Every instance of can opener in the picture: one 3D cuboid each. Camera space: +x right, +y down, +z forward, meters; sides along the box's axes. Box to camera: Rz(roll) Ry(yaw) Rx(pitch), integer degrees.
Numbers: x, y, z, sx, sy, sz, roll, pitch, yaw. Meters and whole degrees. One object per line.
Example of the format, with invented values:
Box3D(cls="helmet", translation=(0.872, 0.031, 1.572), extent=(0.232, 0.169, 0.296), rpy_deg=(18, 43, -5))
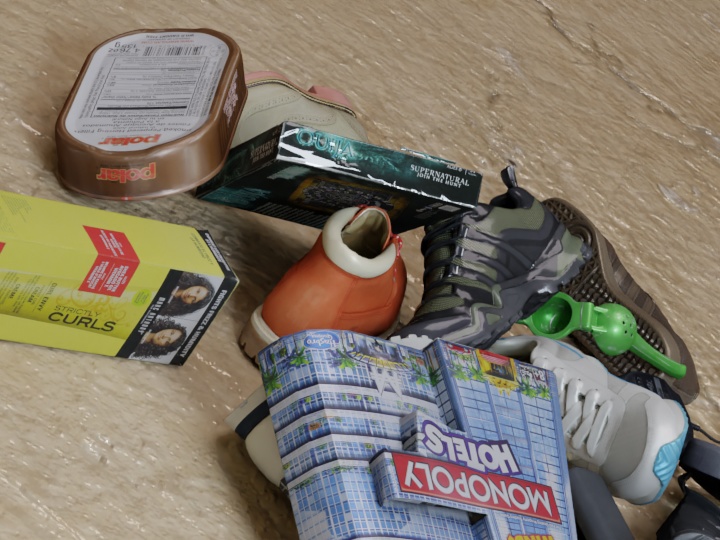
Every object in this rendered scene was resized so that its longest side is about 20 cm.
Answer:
Box3D(cls="can opener", translation=(0.149, 0.192, 1.563), extent=(0.066, 0.053, 0.200), rpy_deg=(24, 25, -25))

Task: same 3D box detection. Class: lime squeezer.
Box3D(cls="lime squeezer", translation=(0.146, 0.037, 1.787), extent=(0.200, 0.038, 0.071), rpy_deg=(13, -6, -14))

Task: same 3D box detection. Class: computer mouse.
Box3D(cls="computer mouse", translation=(0.236, 0.120, 1.853), extent=(0.200, 0.034, 0.059), rpy_deg=(23, 43, -41))

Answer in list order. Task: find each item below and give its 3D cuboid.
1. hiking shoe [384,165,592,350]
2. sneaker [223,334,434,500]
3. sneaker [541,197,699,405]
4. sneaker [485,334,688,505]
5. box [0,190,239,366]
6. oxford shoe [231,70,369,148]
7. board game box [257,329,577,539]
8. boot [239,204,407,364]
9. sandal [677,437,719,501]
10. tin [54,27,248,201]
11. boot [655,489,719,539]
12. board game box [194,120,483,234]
Box3D(cls="hiking shoe", translation=(0.064, 0.005, 1.708), extent=(0.101, 0.076, 0.200), rpy_deg=(50, 45, 6))
Box3D(cls="sneaker", translation=(0.000, 0.094, 1.548), extent=(0.081, 0.076, 0.200), rpy_deg=(52, 34, 16))
Box3D(cls="sneaker", translation=(0.185, 0.031, 1.930), extent=(0.076, 0.070, 0.200), rpy_deg=(36, 18, -50))
Box3D(cls="sneaker", translation=(0.144, 0.097, 1.687), extent=(0.081, 0.077, 0.200), rpy_deg=(19, 5, -26))
Box3D(cls="box", translation=(-0.170, 0.003, 1.478), extent=(0.200, 0.075, 0.050), rpy_deg=(13, 32, -43))
Box3D(cls="oxford shoe", translation=(-0.054, -0.092, 1.824), extent=(0.200, 0.071, 0.074), rpy_deg=(-4, 51, -52))
Box3D(cls="board game box", translation=(0.051, 0.136, 1.455), extent=(0.200, 0.062, 0.200), rpy_deg=(16, 46, -42))
Box3D(cls="boot", translation=(0.000, 0.000, 1.671), extent=(0.075, 0.107, 0.200), rpy_deg=(35, 22, 6))
Box3D(cls="sandal", translation=(0.244, 0.150, 1.737), extent=(0.076, 0.043, 0.200), rpy_deg=(23, -4, 20))
Box3D(cls="tin", translation=(-0.139, -0.108, 1.699), extent=(0.112, 0.042, 0.200), rpy_deg=(-4, 30, 9))
Box3D(cls="boot", translation=(0.246, 0.219, 1.607), extent=(0.165, 0.066, 0.200), rpy_deg=(54, 4, 4))
Box3D(cls="board game box", translation=(-0.018, -0.056, 1.675), extent=(0.135, 0.028, 0.200), rpy_deg=(14, -10, -17))
